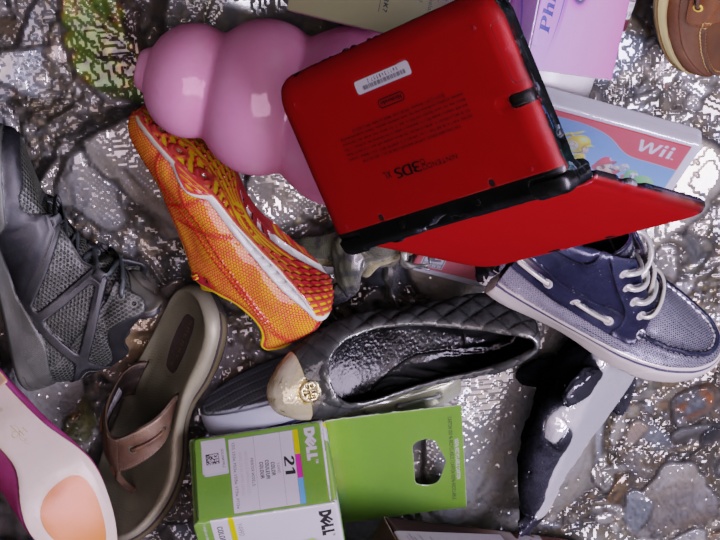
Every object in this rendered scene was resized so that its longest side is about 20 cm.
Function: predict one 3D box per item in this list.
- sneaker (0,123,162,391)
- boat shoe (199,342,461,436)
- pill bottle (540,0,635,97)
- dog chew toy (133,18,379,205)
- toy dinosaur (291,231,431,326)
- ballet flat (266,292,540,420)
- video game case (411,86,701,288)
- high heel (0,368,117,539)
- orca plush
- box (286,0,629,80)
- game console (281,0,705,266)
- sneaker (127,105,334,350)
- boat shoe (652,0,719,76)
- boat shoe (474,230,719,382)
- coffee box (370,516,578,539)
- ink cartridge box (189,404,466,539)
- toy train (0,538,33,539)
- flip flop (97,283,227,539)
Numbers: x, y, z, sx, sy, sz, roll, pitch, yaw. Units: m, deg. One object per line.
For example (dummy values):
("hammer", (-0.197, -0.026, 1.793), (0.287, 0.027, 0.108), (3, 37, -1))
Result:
("sneaker", (-0.206, -0.015, 1.090), (0.114, 0.076, 0.200), (-11, 111, -3))
("boat shoe", (-0.018, 0.095, 1.141), (0.199, 0.072, 0.062), (-16, 113, 0))
("pill bottle", (0.138, -0.217, 1.029), (0.114, 0.114, 0.201), (16, 106, -9))
("dog chew toy", (-0.055, -0.116, 1.049), (0.199, 0.125, 0.125), (14, 107, 0))
("toy dinosaur", (0.000, 0.000, 1.114), (0.199, 0.048, 0.088), (-9, 117, 22))
("ballet flat", (0.030, 0.059, 1.079), (0.199, 0.057, 0.067), (-17, 109, -9))
("video game case", (0.131, -0.047, 1.076), (0.142, 0.018, 0.200), (14, 141, -8))
("high heel", (-0.250, 0.136, 1.121), (0.067, 0.096, 0.200), (-43, 106, -21))
("orca plush", (0.152, 0.100, 1.174), (0.105, 0.071, 0.201), (-13, 130, -47))
("box", (0.070, -0.225, 0.949), (0.096, 0.200, 0.177), (-1, 106, -48))
("game console", (0.075, -0.076, 0.928), (0.119, 0.200, 0.173), (-29, 99, -40))
("sneaker", (-0.105, -0.028, 1.080), (0.077, 0.073, 0.200), (-38, 87, 27))
("boat shoe", (0.238, -0.196, 1.021), (0.072, 0.067, 0.200), (-51, 149, -22))
("boat shoe", (0.183, 0.012, 1.064), (0.199, 0.075, 0.093), (21, 148, -15))
("coffee box", (0.090, 0.260, 1.156), (0.199, 0.080, 0.113), (13, 116, -32))
("ink cartridge box", (-0.016, 0.179, 1.134), (0.199, 0.076, 0.148), (-8, 139, -1))
("toy train", (-0.282, 0.256, 1.149), (0.199, 0.114, 0.087), (-10, 108, -1))
("flip flop", (-0.156, 0.103, 1.121), (0.057, 0.081, 0.201), (7, 110, -51))
